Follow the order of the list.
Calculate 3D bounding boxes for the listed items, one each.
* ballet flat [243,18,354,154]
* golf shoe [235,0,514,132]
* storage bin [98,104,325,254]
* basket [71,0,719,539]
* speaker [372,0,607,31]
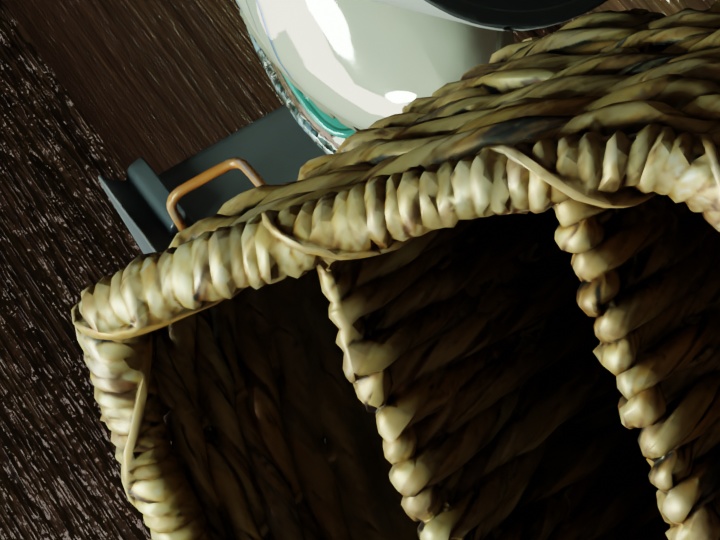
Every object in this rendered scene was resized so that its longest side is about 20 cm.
[{"bbox_3d":[0.023,-0.052,0.808,0.201,0.074,0.074,58,174,12],"label":"ballet flat"},{"bbox_3d":[-0.030,-0.121,0.695,0.201,0.078,0.097,53,-169,17],"label":"golf shoe"},{"bbox_3d":[0.000,0.000,0.910,0.200,0.134,0.146,48,170,48],"label":"storage bin"},{"bbox_3d":[0.062,0.060,0.462,0.142,0.148,0.202,-1,114,51],"label":"basket"},{"bbox_3d":[0.009,-0.106,0.565,0.082,0.081,0.200,58,173,-16],"label":"speaker"}]
